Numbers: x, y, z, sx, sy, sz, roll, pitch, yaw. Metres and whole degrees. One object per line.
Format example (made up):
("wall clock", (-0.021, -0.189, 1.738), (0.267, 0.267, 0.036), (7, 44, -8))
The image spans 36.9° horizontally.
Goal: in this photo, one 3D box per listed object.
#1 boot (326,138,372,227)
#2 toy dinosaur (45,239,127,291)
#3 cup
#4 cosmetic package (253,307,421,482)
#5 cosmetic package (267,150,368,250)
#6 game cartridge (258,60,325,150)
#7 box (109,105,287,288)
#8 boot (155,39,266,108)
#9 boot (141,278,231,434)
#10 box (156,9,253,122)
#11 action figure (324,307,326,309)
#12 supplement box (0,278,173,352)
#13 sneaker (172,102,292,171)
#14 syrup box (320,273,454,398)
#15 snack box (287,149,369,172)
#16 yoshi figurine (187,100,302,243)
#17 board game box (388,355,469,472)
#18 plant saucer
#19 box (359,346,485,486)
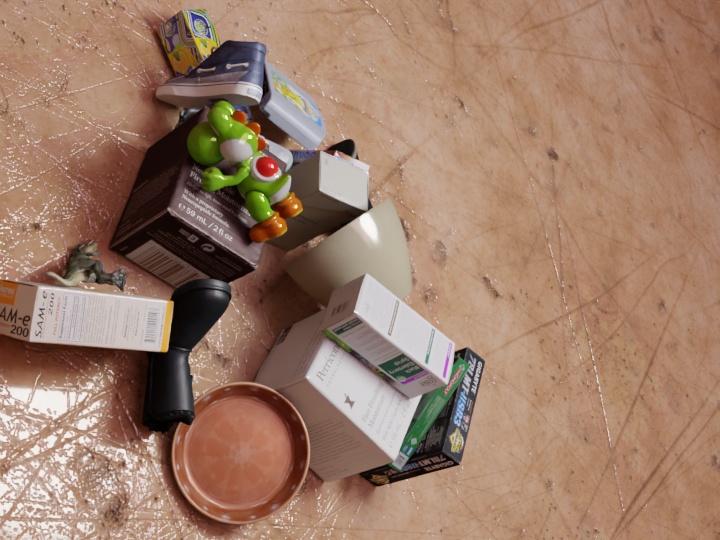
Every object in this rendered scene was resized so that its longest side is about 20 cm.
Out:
("boot", (-0.011, -0.125, 1.909), (0.154, 0.073, 0.204), (58, 20, -34))
("toy dinosaur", (-0.361, 0.002, 1.448), (0.088, 0.200, 0.048), (14, 100, -7))
("cup", (0.000, 0.000, 1.693), (0.200, 0.200, 0.144), (-34, 92, -46))
("cosmetic package", (-0.039, 0.189, 1.664), (0.200, 0.165, 0.165), (45, 45, -20))
("cosmetic package", (-0.089, -0.108, 1.724), (0.103, 0.200, 0.073), (21, 60, -35))
("game cartridge", (-0.119, -0.278, 1.825), (0.133, 0.040, 0.200), (40, 17, -28))
("box", (-0.238, -0.096, 1.601), (0.166, 0.164, 0.201), (34, 51, -29))
("boot", (-0.229, -0.304, 1.674), (0.073, 0.199, 0.091), (24, 73, -58))
("boot", (-0.238, 0.121, 1.478), (0.076, 0.200, 0.169), (14, 57, -35))
("box", (-0.252, -0.318, 1.752), (0.064, 0.070, 0.201), (-22, 89, -55))
("action figure", (0.016, 0.082, 1.814), (0.149, 0.134, 0.200), (70, -3, -50))
("supplement box", (-0.366, 0.061, 1.425), (0.199, 0.126, 0.074), (9, 88, -41))
("sneaker", (-0.191, -0.207, 1.671), (0.199, 0.140, 0.078), (5, 61, -17))
("syrup box", (0.044, 0.101, 1.608), (0.200, 0.079, 0.082), (40, 45, -25))
("snack box", (-0.073, -0.177, 1.779), (0.072, 0.200, 0.024), (22, 83, -36))
("yoshi figurine", (-0.173, -0.141, 1.516), (0.112, 0.112, 0.200), (-32, 114, -7))
("board game box", (0.079, 0.214, 1.730), (0.029, 0.134, 0.200), (39, 81, -24))
("plant saucer", (-0.172, 0.261, 1.547), (0.199, 0.032, 0.201), (2, 82, -14))
("box", (0.100, 0.239, 1.753), (0.050, 0.198, 0.201), (37, 49, -24))
